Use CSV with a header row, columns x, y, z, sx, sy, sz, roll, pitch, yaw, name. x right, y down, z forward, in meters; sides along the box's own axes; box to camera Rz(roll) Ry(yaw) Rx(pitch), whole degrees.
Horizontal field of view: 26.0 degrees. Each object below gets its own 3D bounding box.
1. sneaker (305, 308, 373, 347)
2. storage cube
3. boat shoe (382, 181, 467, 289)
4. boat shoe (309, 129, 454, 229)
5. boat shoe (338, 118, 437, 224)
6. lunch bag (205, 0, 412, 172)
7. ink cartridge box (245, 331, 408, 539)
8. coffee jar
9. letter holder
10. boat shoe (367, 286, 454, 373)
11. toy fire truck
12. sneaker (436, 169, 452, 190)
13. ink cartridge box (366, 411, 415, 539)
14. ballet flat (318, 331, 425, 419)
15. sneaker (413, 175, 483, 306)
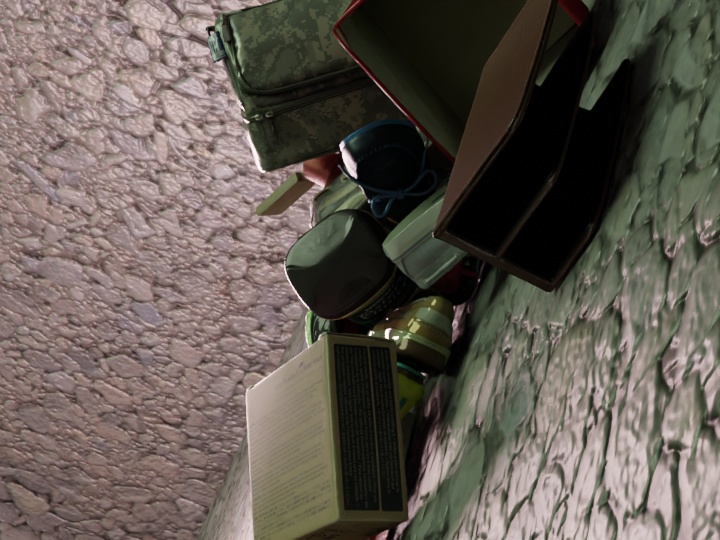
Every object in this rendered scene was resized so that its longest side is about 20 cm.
x,y,z,sx,sy,sz,roll,pitch,yaw,name
-0.014,0.113,1.626,0.084,0.076,0.202,-19,76,55,sneaker
0.100,-0.232,1.457,0.171,0.200,0.180,-42,10,18,storage cube
0.112,-0.054,1.352,0.200,0.072,0.070,-36,12,24,boat shoe
0.016,-0.097,1.574,0.199,0.074,0.074,-38,-28,24,boat shoe
0.041,-0.084,1.426,0.084,0.069,0.200,-24,-17,15,boat shoe
-0.046,-0.208,1.623,0.139,0.198,0.169,-104,-2,-82,lunch bag
-0.034,0.164,1.406,0.200,0.074,0.167,143,128,-59,ink cartridge box
0.000,0.000,1.508,0.104,0.086,0.200,-37,-14,10,coffee jar
0.145,-0.114,1.154,0.143,0.100,0.201,-58,9,47,letter holder
0.057,0.053,1.481,0.200,0.071,0.077,176,117,-78,boat shoe
-0.004,-0.081,1.749,0.199,0.175,0.130,27,94,42,toy fire truck
0.100,-0.088,1.596,0.078,0.082,0.201,-85,20,-76,sneaker
-0.015,0.250,1.486,0.174,0.043,0.201,-71,7,-56,ink cartridge box
-0.002,0.107,1.491,0.068,0.066,0.200,-65,24,-2,ballet flat
0.103,-0.059,1.461,0.201,0.079,0.096,120,175,-49,sneaker
